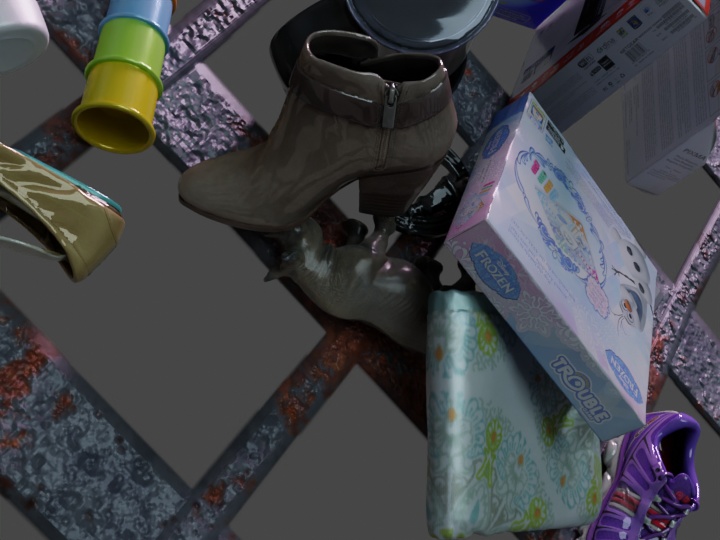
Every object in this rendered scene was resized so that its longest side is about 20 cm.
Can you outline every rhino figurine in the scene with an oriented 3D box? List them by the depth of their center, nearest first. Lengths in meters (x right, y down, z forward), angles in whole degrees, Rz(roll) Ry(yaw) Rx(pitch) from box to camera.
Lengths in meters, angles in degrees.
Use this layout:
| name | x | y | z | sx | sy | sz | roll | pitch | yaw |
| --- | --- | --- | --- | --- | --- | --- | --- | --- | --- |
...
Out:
| name | x | y | z | sx | sy | sz | roll | pitch | yaw |
| --- | --- | --- | --- | --- | --- | --- | --- | --- | --- |
| rhino figurine | 0.000 | 0.000 | 0.757 | 0.197 | 0.060 | 0.089 | 24 | 63 | -20 |

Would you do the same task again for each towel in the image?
| name | x | y | z | sx | sy | sz | roll | pitch | yaw |
| --- | --- | --- | --- | --- | --- | --- | --- | --- | --- |
| towel | 0.120 | 0.111 | 0.755 | 0.198 | 0.048 | 0.175 | 12 | 73 | -46 |

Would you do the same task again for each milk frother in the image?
| name | x | y | z | sx | sy | sz | roll | pitch | yaw |
| --- | --- | --- | --- | --- | --- | --- | --- | --- | --- |
| milk frother | 0.046 | -0.145 | 0.760 | 0.180 | 0.188 | 0.200 | -44 | 88 | -4 |

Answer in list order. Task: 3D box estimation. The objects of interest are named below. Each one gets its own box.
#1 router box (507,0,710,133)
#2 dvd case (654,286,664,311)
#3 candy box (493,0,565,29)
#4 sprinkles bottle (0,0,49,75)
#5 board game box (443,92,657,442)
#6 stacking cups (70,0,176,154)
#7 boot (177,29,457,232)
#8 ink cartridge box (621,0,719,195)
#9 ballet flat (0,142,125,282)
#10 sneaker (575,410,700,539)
| name | x | y | z | sx | sy | sz | roll | pitch | yaw |
| --- | --- | --- | --- | --- | --- | --- | --- | --- | --- |
| router box | 0.228 | -0.228 | 0.893 | 0.049 | 0.200 | 0.181 | 37 | 46 | -13 |
| dvd case | 0.181 | -0.006 | 0.896 | 0.201 | 0.025 | 0.150 | 50 | 53 | -6 |
| candy box | 0.153 | -0.323 | 0.897 | 0.166 | 0.199 | 0.079 | 10 | 66 | -29 |
| sprinkles bottle | -0.277 | -0.235 | 0.671 | 0.067 | 0.068 | 0.203 | -18 | 81 | -36 |
| board game box | 0.157 | -0.009 | 0.767 | 0.201 | 0.043 | 0.200 | 50 | 34 | -17 |
| stacking cups | -0.160 | -0.187 | 0.730 | 0.060 | 0.060 | 0.204 | 20 | 62 | -24 |
| boot | -0.033 | -0.098 | 0.681 | 0.195 | 0.147 | 0.071 | -1 | 53 | -5 |
| ink cartridge box | 0.328 | -0.189 | 0.954 | 0.056 | 0.200 | 0.166 | 16 | 63 | -23 |
| ballet flat | -0.244 | -0.061 | 0.626 | 0.198 | 0.068 | 0.064 | 33 | 71 | -16 |
| sneaker | 0.234 | 0.201 | 0.810 | 0.080 | 0.083 | 0.203 | 31 | 58 | -17 |
